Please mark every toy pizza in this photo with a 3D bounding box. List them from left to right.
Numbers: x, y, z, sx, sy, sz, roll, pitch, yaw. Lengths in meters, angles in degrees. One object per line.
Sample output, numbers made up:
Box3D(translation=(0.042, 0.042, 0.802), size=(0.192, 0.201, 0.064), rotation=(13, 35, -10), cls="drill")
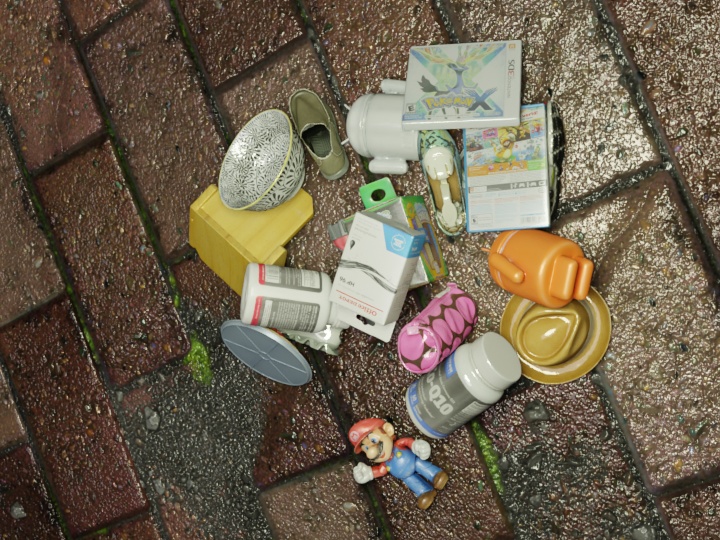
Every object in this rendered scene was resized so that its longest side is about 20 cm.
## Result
Box3D(translation=(-0.176, 0.150, 1.751), size=(0.197, 0.202, 0.032), rotation=(19, 59, 20), cls="toy pizza")

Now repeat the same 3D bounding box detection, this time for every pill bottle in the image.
Box3D(translation=(-0.114, 0.053, 1.668), size=(0.196, 0.111, 0.113), rotation=(8, 99, -13), cls="pill bottle")
Box3D(translation=(0.179, 0.199, 1.603), size=(0.200, 0.113, 0.114), rotation=(-43, 79, 35), cls="pill bottle")

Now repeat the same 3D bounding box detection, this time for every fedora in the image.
Box3D(translation=(0.328, 0.104, 1.573), size=(0.197, 0.082, 0.205), rotation=(2, 96, 21), cls="fedora")

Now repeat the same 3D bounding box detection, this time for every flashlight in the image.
Box3D(translation=(0.000, 0.000, 1.711), size=(0.067, 0.068, 0.203), rotation=(-19, 93, 27), cls="flashlight")

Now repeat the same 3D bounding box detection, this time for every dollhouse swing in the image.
Box3D(translation=(-0.205, -0.082, 1.800), size=(0.199, 0.176, 0.183), rotation=(40, 149, 14), cls="dollhouse swing")

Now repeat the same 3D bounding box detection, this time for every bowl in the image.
Box3D(translation=(-0.164, -0.185, 1.698), size=(0.199, 0.094, 0.204), rotation=(-24, 52, 35), cls="bowl")

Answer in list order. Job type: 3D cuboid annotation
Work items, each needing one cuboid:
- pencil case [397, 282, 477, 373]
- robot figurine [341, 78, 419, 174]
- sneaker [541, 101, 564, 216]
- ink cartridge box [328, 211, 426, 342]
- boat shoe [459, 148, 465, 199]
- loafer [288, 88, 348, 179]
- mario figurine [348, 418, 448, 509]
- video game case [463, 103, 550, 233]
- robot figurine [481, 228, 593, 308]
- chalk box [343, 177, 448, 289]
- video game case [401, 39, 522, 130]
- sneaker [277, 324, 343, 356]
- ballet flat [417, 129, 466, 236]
Box3D(translation=(0.132, 0.097, 1.590), size=(0.089, 0.200, 0.095), rotation=(3, 111, 25), cls="pencil case")
Box3D(translation=(0.059, -0.256, 1.634), size=(0.196, 0.113, 0.173), rotation=(6, 81, 21), cls="robot figurine")
Box3D(translation=(0.297, -0.187, 1.567), size=(0.084, 0.077, 0.204), rotation=(9, 97, 26), cls="sneaker")
Box3D(translation=(0.022, 0.014, 1.566), size=(0.115, 0.068, 0.203), rotation=(23, 103, 20), cls="ink cartridge box")
Box3D(translation=(0.202, -0.187, 1.608), size=(0.074, 0.065, 0.204), rotation=(34, 106, 16), cls="boat shoe")
Box3D(translation=(-0.079, -0.263, 1.689), size=(0.074, 0.070, 0.202), rotation=(-30, 64, 4), cls="loafer")
Box3D(translation=(0.059, 0.354, 1.690), size=(0.199, 0.106, 0.124), rotation=(36, 72, 7), cls="mario figurine")
Box3D(translation=(0.243, -0.169, 1.535), size=(0.141, 0.018, 0.204), rotation=(-3, 87, 24), cls="video game case")
Box3D(translation=(0.291, -0.009, 1.528), size=(0.199, 0.143, 0.118), rotation=(24, 147, 52), cls="robot figurine")
Box3D(translation=(0.058, -0.062, 1.648), size=(0.123, 0.123, 0.203), rotation=(-19, 87, 23), cls="chalk box")
Box3D(translation=(0.174, -0.315, 1.560), size=(0.196, 0.022, 0.185), rotation=(-1, 56, 13), cls="video game case")
Box3D(translation=(-0.120, 0.092, 1.767), size=(0.197, 0.074, 0.090), rotation=(17, 91, 14), cls="sneaker")
Box3D(translation=(0.144, -0.150, 1.564), size=(0.073, 0.074, 0.203), rotation=(-10, 113, 22), cls="ballet flat")
